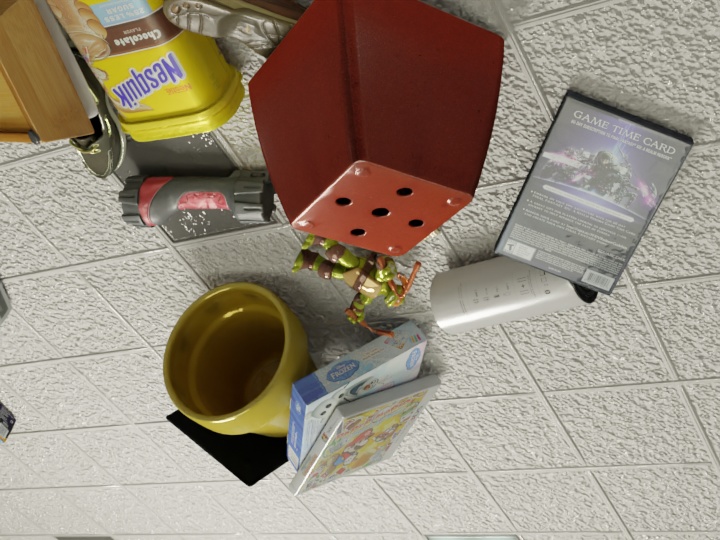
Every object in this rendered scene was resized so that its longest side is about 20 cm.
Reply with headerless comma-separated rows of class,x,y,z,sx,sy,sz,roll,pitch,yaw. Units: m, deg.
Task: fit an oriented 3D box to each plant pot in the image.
plant pot,0.017,-0.132,1.049,0.197,0.179,0.200,14,148,-29
plant pot,-0.148,0.146,1.514,0.198,0.204,0.189,-2,154,24

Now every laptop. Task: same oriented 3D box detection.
laptop,-0.162,0.265,1.636,0.186,0.116,0.201,32,164,30

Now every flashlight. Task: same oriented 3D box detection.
flashlight,-0.202,-0.085,1.337,0.197,0.069,0.068,4,140,20

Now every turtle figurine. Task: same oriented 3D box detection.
turtle figurine,0.000,0.000,1.361,0.160,0.065,0.200,29,151,-2

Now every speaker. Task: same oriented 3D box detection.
speaker,0.182,0.021,1.297,0.198,0.082,0.081,-17,131,37

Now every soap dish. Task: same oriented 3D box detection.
soap dish,-0.388,-0.214,1.175,0.198,0.081,0.159,8,128,45

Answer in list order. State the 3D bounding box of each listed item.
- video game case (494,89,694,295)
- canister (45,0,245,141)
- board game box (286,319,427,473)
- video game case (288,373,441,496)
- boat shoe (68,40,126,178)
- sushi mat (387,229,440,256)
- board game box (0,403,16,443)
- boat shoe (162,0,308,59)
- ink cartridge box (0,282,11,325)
video game case,0.244,-0.078,1.144,0.141,0.019,0.202,20,122,-2
canister,-0.230,-0.244,1.136,0.146,0.087,0.201,-4,136,26
board game box,-0.009,0.179,1.499,0.044,0.197,0.201,51,153,27
video game case,0.007,0.234,1.531,0.023,0.198,0.183,50,131,26
boat shoe,-0.327,-0.178,1.278,0.071,0.061,0.203,13,143,7
sushi mat,0.000,-0.088,1.293,0.199,0.012,0.095,40,137,-25
board game box,-0.764,0.242,1.996,0.163,0.057,0.201,1,140,25
boat shoe,-0.097,-0.261,1.070,0.197,0.069,0.072,14,158,-26
ink cartridge box,-0.654,0.000,1.661,0.197,0.057,0.164,18,144,15
